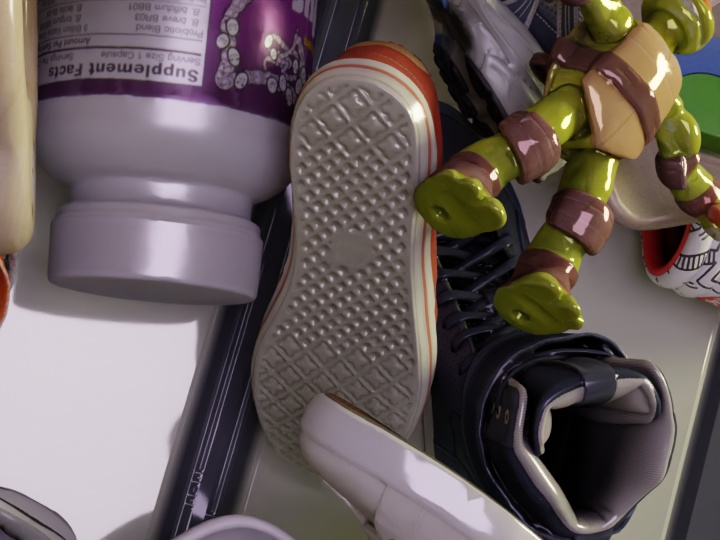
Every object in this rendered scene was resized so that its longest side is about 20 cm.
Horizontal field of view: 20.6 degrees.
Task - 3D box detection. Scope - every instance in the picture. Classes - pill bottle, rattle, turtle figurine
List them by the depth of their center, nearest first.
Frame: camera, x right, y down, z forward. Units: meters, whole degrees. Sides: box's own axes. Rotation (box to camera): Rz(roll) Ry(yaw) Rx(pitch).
[{"bbox_3d":[-0.089,-0.061,0.705,0.143,0.130,0.200,-5,96,-22],"label":"rattle"},{"bbox_3d":[0.086,-0.067,0.743,0.161,0.064,0.200,-50,129,-25],"label":"turtle figurine"},{"bbox_3d":[-0.073,-0.090,0.785,0.112,0.112,0.200,6,83,-16],"label":"pill bottle"}]

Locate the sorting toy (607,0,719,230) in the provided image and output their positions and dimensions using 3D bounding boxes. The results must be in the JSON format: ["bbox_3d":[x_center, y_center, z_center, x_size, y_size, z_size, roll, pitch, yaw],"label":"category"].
[{"bbox_3d":[0.188,-0.117,0.852,0.200,0.036,0.185,-8,66,1],"label":"sorting toy"}]

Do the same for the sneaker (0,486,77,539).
[{"bbox_3d":[-0.198,0.094,0.744,0.200,0.089,0.074,10,83,-14],"label":"sneaker"}]

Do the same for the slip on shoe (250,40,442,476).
[{"bbox_3d":[0.000,0.000,0.781,0.074,0.061,0.200,12,123,10],"label":"slip on shoe"}]

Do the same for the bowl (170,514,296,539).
[{"bbox_3d":[-0.061,0.216,0.779,0.200,0.075,0.200,-41,97,-15],"label":"bowl"}]

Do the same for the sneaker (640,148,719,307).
[{"bbox_3d":[0.183,-0.078,0.885,0.108,0.067,0.201,12,84,-18],"label":"sneaker"}]

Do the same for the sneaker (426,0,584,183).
[{"bbox_3d":[0.053,-0.135,0.782,0.085,0.077,0.200,-36,124,-9],"label":"sneaker"}]

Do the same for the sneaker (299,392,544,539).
[{"bbox_3d":[0.040,0.131,0.733,0.200,0.073,0.085,43,85,-12],"label":"sneaker"}]

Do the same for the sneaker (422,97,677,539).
[{"bbox_3d":[0.061,0.016,0.799,0.077,0.146,0.202,-14,87,-16],"label":"sneaker"}]
